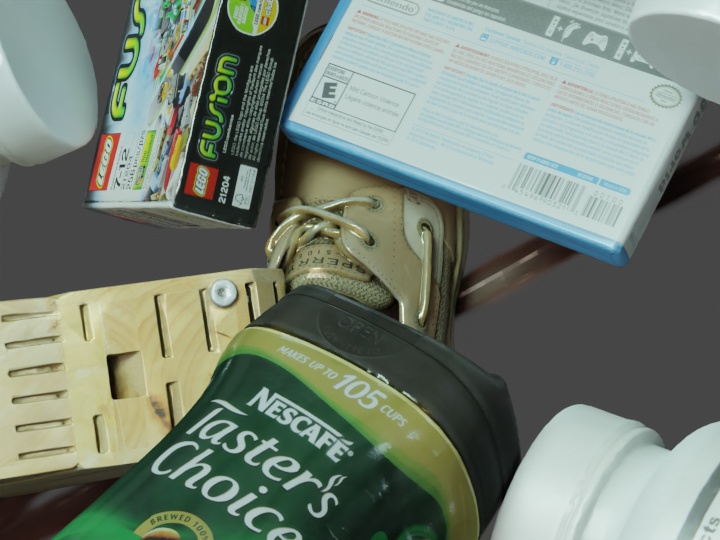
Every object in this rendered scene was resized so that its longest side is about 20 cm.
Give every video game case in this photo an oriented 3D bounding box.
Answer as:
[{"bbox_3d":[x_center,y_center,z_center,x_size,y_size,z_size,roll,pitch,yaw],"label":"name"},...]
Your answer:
[{"bbox_3d":[0.075,-0.112,1.049,0.143,0.018,0.201,21,75,25],"label":"video game case"}]

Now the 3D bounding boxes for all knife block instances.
[{"bbox_3d":[-0.127,0.051,1.091,0.199,0.176,0.064,-8,84,-6],"label":"knife block"}]

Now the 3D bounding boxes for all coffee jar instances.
[{"bbox_3d":[-0.039,0.095,0.940,0.104,0.086,0.200,24,55,31],"label":"coffee jar"}]

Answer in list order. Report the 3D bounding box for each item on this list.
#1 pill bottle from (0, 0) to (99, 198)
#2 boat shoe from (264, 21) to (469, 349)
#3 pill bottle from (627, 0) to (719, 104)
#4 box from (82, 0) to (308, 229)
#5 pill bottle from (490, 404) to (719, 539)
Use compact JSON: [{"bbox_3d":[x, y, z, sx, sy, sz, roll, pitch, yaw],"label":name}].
[{"bbox_3d":[-0.208,-0.053,1.137,0.199,0.112,0.113,-20,73,19],"label":"pill bottle"},{"bbox_3d":[0.000,0.000,1.064,0.071,0.064,0.201,-13,76,21],"label":"boat shoe"},{"bbox_3d":[0.159,-0.155,0.977,0.104,0.104,0.201,17,74,25],"label":"pill bottle"},{"bbox_3d":[-0.050,-0.116,1.087,0.110,0.035,0.201,1,77,67],"label":"box"},{"bbox_3d":[0.145,0.115,0.956,0.199,0.111,0.111,21,90,25],"label":"pill bottle"}]
